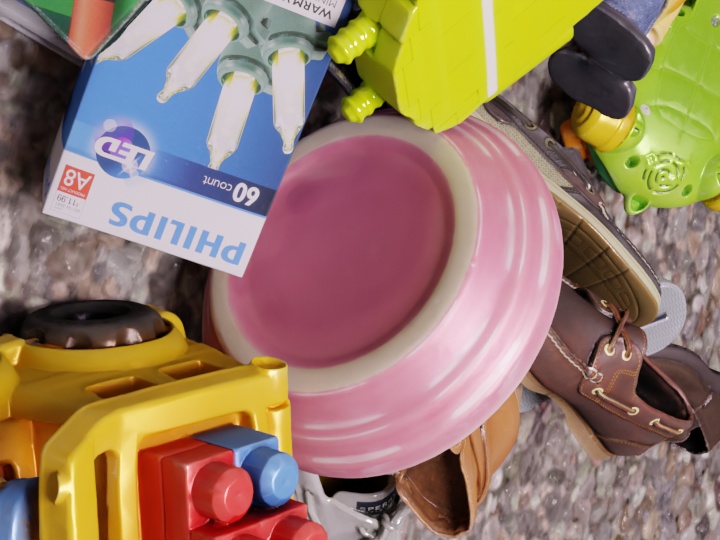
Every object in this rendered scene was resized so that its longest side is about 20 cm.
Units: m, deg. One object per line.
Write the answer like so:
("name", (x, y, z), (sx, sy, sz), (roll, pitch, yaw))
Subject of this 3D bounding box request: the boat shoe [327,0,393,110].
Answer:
("boat shoe", (-0.017, -0.140, 0.730), (0.200, 0.084, 0.069), (37, 74, -40))

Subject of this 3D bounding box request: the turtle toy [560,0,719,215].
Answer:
("turtle toy", (0.207, -0.129, 0.968), (0.145, 0.101, 0.202), (25, 75, -20))

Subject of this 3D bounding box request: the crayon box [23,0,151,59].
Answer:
("crayon box", (-0.134, -0.200, 0.559), (0.127, 0.051, 0.200), (-43, 102, 14))

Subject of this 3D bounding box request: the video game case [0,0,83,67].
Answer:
("video game case", (-0.106, -0.195, 0.703), (0.182, 0.022, 0.202), (28, 77, -44))

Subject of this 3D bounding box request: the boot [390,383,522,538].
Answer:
("boot", (0.029, 0.031, 0.777), (0.201, 0.073, 0.155), (55, 29, -16))

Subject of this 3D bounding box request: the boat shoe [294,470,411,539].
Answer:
("boat shoe", (-0.001, 0.128, 0.811), (0.074, 0.086, 0.204), (-34, 119, -36))

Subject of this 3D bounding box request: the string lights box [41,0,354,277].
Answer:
("string lights box", (-0.067, -0.110, 0.654), (0.102, 0.059, 0.202), (17, 108, -18))

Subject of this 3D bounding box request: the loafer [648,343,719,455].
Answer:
("loafer", (0.219, 0.094, 1.035), (0.199, 0.073, 0.072), (23, 81, -44))

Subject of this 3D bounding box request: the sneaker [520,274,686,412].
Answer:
("sneaker", (0.114, 0.043, 0.929), (0.198, 0.071, 0.074), (-11, 107, -22))

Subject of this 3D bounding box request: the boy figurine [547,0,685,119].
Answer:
("boy figurine", (0.186, -0.172, 0.850), (0.200, 0.064, 0.125), (-44, 163, -34))

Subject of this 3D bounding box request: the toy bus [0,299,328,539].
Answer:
("toy bus", (-0.115, 0.100, 0.621), (0.199, 0.191, 0.137), (-11, 105, -42))

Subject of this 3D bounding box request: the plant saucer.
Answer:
("plant saucer", (0.000, 0.000, 0.709), (0.051, 0.199, 0.202), (42, 67, -50))

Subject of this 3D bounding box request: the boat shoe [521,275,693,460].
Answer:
("boat shoe", (0.135, 0.046, 0.835), (0.200, 0.070, 0.071), (43, 40, -47))

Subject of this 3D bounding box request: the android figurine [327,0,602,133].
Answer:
("android figurine", (0.066, -0.143, 0.666), (0.200, 0.041, 0.182), (-40, 154, -12))

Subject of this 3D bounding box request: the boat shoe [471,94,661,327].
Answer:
("boat shoe", (0.114, -0.048, 0.870), (0.200, 0.073, 0.065), (43, 55, -10))
